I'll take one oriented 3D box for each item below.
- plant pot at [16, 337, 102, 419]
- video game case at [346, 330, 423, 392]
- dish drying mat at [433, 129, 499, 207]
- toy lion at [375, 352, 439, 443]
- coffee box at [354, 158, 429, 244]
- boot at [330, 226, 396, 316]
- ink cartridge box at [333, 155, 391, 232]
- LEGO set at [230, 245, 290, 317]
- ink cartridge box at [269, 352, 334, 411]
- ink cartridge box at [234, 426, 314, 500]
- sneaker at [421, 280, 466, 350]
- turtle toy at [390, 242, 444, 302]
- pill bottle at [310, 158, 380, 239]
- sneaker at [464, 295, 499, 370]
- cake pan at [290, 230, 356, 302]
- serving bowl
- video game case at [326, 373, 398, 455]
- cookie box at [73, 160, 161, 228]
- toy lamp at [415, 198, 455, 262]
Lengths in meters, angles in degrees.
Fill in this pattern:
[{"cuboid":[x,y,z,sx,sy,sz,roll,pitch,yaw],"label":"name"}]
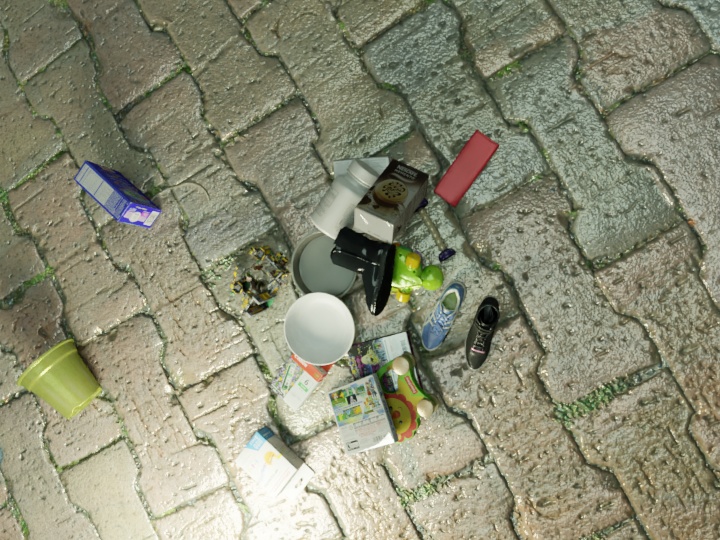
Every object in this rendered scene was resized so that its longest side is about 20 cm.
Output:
[{"cuboid":[-0.897,0.341,1.938,0.200,0.200,0.184,-44,91,11],"label":"plant pot"},{"cuboid":[0.069,0.283,1.747,0.179,0.036,0.203,-16,86,14],"label":"video game case"},{"cuboid":[0.281,-0.272,1.703,0.076,0.018,0.201,37,98,11],"label":"dish drying mat"},{"cuboid":[0.098,0.348,1.694,0.191,0.069,0.202,-33,82,21],"label":"toy lion"},{"cuboid":[0.080,-0.178,1.626,0.112,0.080,0.201,25,56,16],"label":"coffee box"},{"cuboid":[0.000,0.000,1.660,0.166,0.076,0.203,19,111,29],"label":"boot"},{"cuboid":[0.011,-0.211,1.767,0.160,0.057,0.203,-2,104,15],"label":"ink cartridge box"},{"cuboid":[-0.296,0.033,1.785,0.200,0.116,0.154,-45,81,23],"label":"LEGO set"},{"cuboid":[-0.157,0.283,1.799,0.109,0.050,0.201,40,100,12],"label":"ink cartridge box"},{"cuboid":[-0.243,0.559,1.812,0.199,0.068,0.116,39,99,11],"label":"ink cartridge box"},{"cuboid":[0.214,0.120,1.688,0.075,0.077,0.202,24,97,12],"label":"sneaker"},{"cuboid":[0.125,0.001,1.698,0.198,0.101,0.147,24,121,15],"label":"turtle toy"},{"cuboid":[-0.036,-0.191,1.699,0.114,0.114,0.201,39,107,12],"label":"pill bottle"},{"cuboid":[0.312,0.166,1.651,0.070,0.099,0.203,16,95,12],"label":"sneaker"},{"cuboid":[-0.099,-0.012,1.792,0.197,0.037,0.204,0,90,14],"label":"cake pan"},{"cuboid":[-0.108,0.155,1.758,0.197,0.066,0.203,1,98,9],"label":"serving bowl"},{"cuboid":[0.002,0.391,1.718,0.199,0.022,0.185,-29,76,43],"label":"video game case"},{"cuboid":[-0.718,-0.223,1.889,0.200,0.171,0.075,41,96,12],"label":"cookie box"},{"cuboid":[0.185,-0.122,1.707,0.058,0.058,0.202,-32,81,12],"label":"toy lamp"}]
